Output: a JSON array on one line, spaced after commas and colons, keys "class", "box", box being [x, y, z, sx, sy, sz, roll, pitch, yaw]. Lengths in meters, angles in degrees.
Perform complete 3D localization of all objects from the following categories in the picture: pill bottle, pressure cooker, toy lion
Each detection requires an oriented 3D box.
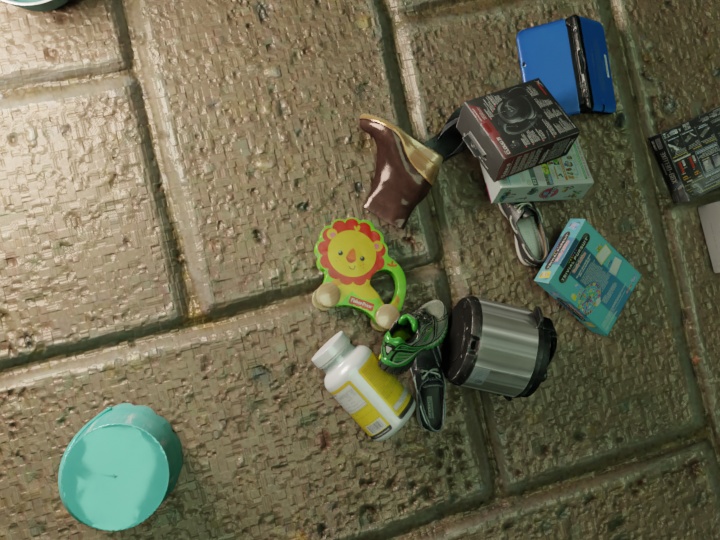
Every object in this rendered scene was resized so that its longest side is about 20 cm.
[{"class": "pill bottle", "box": [0.003, 0.215, 1.249, 0.112, 0.112, 0.200, -42, 94, -9]}, {"class": "pressure cooker", "box": [0.270, 0.152, 1.263, 0.198, 0.176, 0.181, 13, 78, -8]}, {"class": "toy lion", "box": [0.000, 0.000, 1.291, 0.198, 0.069, 0.194, 21, 76, -8]}]

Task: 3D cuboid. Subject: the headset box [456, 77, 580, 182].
[{"class": "headset box", "box": [0.293, -0.270, 1.273, 0.198, 0.077, 0.150, -22, 66, -17]}]

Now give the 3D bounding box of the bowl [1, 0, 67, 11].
[{"class": "bowl", "box": [-0.593, -0.555, 1.193, 0.198, 0.105, 0.204, 0, 87, -10]}]

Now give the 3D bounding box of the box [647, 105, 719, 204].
[{"class": "box", "box": [0.747, -0.256, 1.434, 0.198, 0.050, 0.159, -25, 91, -10]}]

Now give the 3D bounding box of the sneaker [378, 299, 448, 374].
[{"class": "sneaker", "box": [0.109, 0.111, 1.246, 0.077, 0.086, 0.200, 25, 41, 24]}]

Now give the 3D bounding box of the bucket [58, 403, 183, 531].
[{"class": "bucket", "box": [-0.417, 0.345, 1.157, 0.204, 0.135, 0.210, 1, 87, -10]}]

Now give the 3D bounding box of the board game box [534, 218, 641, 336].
[{"class": "board game box", "box": [0.464, 0.014, 1.345, 0.199, 0.047, 0.152, 37, 80, -23]}]

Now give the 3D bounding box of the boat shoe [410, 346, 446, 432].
[{"class": "boat shoe", "box": [0.133, 0.214, 1.291, 0.071, 0.068, 0.203, -2, 85, -10]}]

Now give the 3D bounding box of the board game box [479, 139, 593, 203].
[{"class": "board game box", "box": [0.347, -0.215, 1.330, 0.197, 0.064, 0.149, -4, 63, -9]}]

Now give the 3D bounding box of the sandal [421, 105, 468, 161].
[{"class": "sandal", "box": [0.184, -0.265, 1.341, 0.200, 0.043, 0.076, -43, 94, -9]}]

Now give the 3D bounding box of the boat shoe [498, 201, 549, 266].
[{"class": "boat shoe", "box": [0.333, -0.107, 1.349, 0.073, 0.060, 0.202, -14, 89, -8]}]

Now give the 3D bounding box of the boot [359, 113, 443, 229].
[{"class": "boot", "box": [0.046, -0.197, 1.302, 0.199, 0.072, 0.167, 34, 96, 11]}]

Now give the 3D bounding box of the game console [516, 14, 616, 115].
[{"class": "game console", "box": [0.440, -0.421, 1.407, 0.169, 0.118, 0.203, -7, 88, -41]}]

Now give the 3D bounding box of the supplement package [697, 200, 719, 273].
[{"class": "supplement package", "box": [0.861, -0.095, 1.393, 0.198, 0.151, 0.154, -14, 89, -10]}]
